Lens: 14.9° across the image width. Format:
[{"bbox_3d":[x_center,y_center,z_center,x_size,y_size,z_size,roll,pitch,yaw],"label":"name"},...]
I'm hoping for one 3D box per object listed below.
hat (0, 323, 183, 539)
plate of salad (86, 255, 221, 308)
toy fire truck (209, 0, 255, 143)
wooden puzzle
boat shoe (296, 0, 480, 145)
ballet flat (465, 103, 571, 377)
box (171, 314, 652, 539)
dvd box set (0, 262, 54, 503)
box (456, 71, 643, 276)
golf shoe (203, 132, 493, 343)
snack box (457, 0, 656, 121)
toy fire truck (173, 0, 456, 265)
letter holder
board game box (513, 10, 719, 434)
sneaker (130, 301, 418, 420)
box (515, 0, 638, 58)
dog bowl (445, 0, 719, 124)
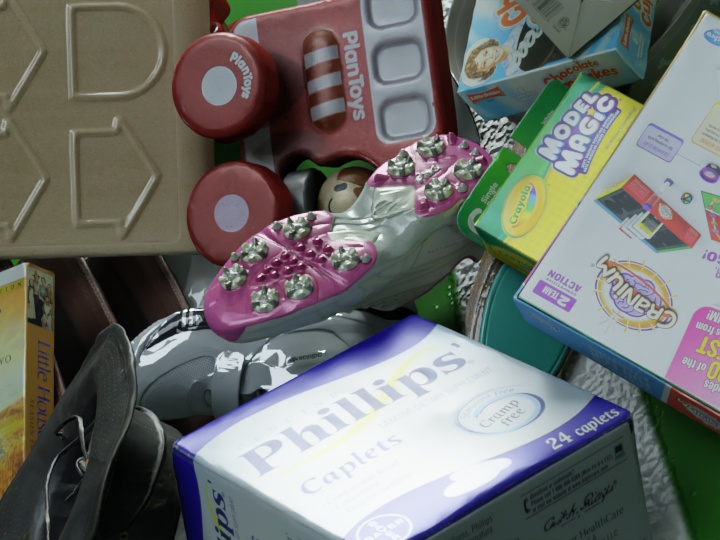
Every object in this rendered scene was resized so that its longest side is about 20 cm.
[{"bbox_3d":[-0.145,0.136,1.577,0.201,0.081,0.201,-52,26,38],"label":"hat"},{"bbox_3d":[-0.151,0.016,1.868,0.200,0.048,0.201,-20,57,34],"label":"plate of salad"},{"bbox_3d":[-0.150,-0.137,1.915,0.168,0.112,0.200,-33,25,11],"label":"toy fire truck"},{"bbox_3d":[-0.196,-0.099,1.788,0.046,0.199,0.186,146,123,-77],"label":"wooden puzzle"},{"bbox_3d":[0.033,-0.141,1.812,0.200,0.063,0.071,56,137,29],"label":"boat shoe"},{"bbox_3d":[0.101,-0.004,1.642,0.067,0.068,0.201,150,140,-68],"label":"ballet flat"},{"bbox_3d":[0.027,0.130,1.505,0.184,0.105,0.200,-27,29,-29],"label":"box"},{"bbox_3d":[-0.251,0.109,1.719,0.146,0.029,0.201,-19,61,34],"label":"dvd box set"},{"bbox_3d":[0.158,-0.030,1.565,0.200,0.048,0.118,30,79,27],"label":"box"},{"bbox_3d":[0.000,0.000,1.636,0.200,0.092,0.075,-29,48,-16],"label":"golf shoe"},{"bbox_3d":[0.131,-0.192,1.703,0.116,0.037,0.201,-14,49,35],"label":"snack box"},{"bbox_3d":[-0.016,-0.078,1.737,0.167,0.112,0.201,-11,81,23],"label":"toy fire truck"},{"bbox_3d":[-0.184,0.059,1.771,0.142,0.100,0.200,-44,50,20],"label":"letter holder"},{"bbox_3d":[0.201,-0.024,1.502,0.153,0.040,0.200,31,79,24],"label":"board game box"},{"bbox_3d":[-0.053,0.077,1.664,0.199,0.075,0.115,-13,46,-5],"label":"sneaker"},{"bbox_3d":[0.082,-0.228,1.657,0.060,0.117,0.200,-40,39,8],"label":"box"},{"bbox_3d":[0.151,-0.168,1.740,0.200,0.059,0.201,-25,43,25],"label":"dog bowl"}]
